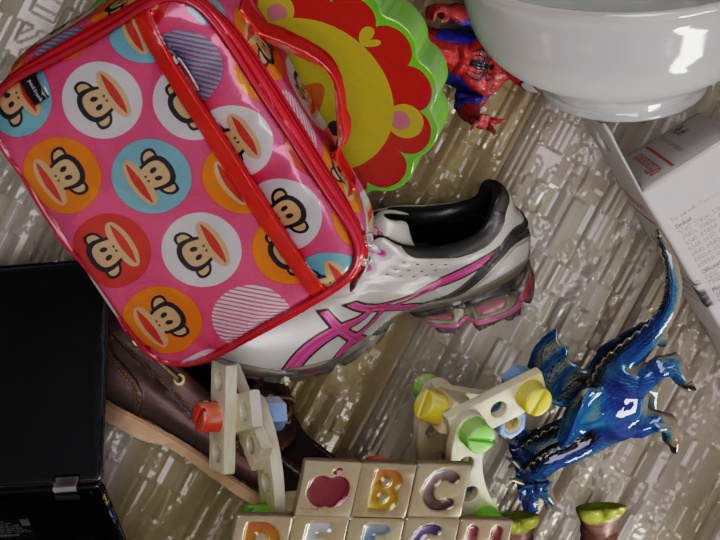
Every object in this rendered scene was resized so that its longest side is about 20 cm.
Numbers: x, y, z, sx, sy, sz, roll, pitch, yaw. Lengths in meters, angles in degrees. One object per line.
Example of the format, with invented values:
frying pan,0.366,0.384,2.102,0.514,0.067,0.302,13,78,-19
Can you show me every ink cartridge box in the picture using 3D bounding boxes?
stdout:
ink cartridge box,0.208,-0.020,1.570,0.068,0.116,0.200,-31,100,1

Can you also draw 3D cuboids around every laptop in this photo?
laptop,-0.218,0.112,1.591,0.187,0.116,0.200,-4,128,17

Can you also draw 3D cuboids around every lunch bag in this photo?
lunch bag,-0.084,-0.062,1.479,0.176,0.082,0.200,-28,108,18

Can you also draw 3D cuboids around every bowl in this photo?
bowl,0.147,-0.144,1.524,0.201,0.201,0.090,-6,119,-3

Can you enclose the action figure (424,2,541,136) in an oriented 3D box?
action figure,0.017,-0.128,1.555,0.200,0.099,0.065,12,99,-8

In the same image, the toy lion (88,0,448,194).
toy lion,-0.058,-0.105,1.523,0.200,0.069,0.192,35,124,-5

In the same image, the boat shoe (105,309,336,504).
boat shoe,-0.073,0.088,1.593,0.200,0.070,0.070,30,100,-7

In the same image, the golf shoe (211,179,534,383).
golf shoe,0.000,0.000,1.569,0.200,0.073,0.092,-17,132,-7

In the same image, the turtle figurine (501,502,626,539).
turtle figurine,0.137,0.221,1.627,0.200,0.064,0.161,-6,91,19

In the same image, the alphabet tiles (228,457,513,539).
alphabet tiles,-0.004,0.196,1.518,0.166,0.006,0.200,4,110,-22

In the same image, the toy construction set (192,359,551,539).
toy construction set,0.003,0.110,1.534,0.200,0.092,0.131,4,114,-14

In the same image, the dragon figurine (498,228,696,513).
dragon figurine,0.134,0.067,1.562,0.099,0.059,0.200,-11,143,-14
